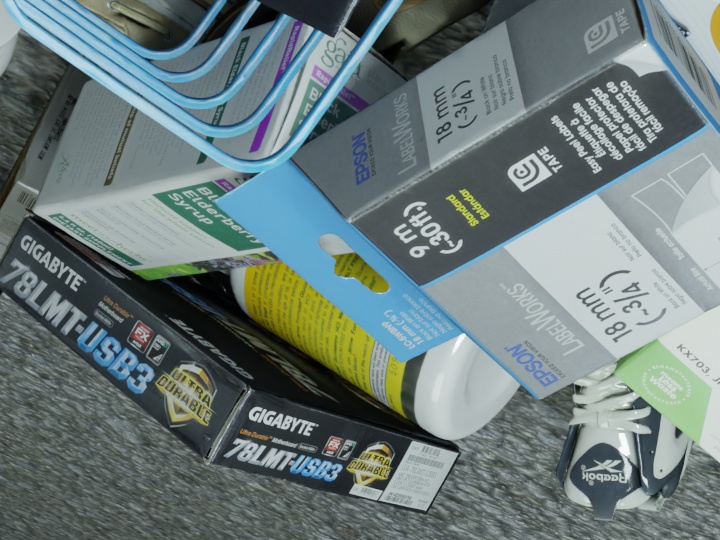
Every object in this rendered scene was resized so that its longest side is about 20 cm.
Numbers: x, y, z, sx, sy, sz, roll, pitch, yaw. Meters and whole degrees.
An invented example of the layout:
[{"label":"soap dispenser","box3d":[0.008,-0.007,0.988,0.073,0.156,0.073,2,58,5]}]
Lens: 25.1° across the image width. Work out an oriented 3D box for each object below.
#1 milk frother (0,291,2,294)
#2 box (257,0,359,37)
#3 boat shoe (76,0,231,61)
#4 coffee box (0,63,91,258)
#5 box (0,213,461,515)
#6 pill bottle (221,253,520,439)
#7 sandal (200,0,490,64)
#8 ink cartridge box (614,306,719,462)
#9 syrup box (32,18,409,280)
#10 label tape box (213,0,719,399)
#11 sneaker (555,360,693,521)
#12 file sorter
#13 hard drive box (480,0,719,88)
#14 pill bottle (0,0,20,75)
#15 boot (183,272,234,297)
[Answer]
[{"label":"milk frother","box3d":[-0.396,-0.029,1.317,0.200,0.180,0.188,48,121,9]},{"label":"box","box3d":[-0.046,-0.209,0.468,0.196,0.201,0.117,25,157,-5]},{"label":"boat shoe","box3d":[-0.121,-0.129,0.866,0.200,0.069,0.075,36,163,-26]},{"label":"coffee box","box3d":[-0.186,-0.059,1.057,0.079,0.115,0.200,27,158,-13]},{"label":"box","box3d":[-0.072,0.054,0.883,0.200,0.050,0.198,32,-177,38]},{"label":"pill bottle","box3d":[0.000,0.000,0.908,0.199,0.113,0.113,30,163,26]},{"label":"sandal","box3d":[-0.012,-0.106,0.798,0.199,0.055,0.082,-23,138,35]},{"label":"ink cartridge box","box3d":[0.233,0.020,0.795,0.117,0.067,0.200,39,136,-4]},{"label":"syrup box","box3d":[-0.065,-0.054,0.772,0.079,0.082,0.199,32,156,-34]},{"label":"label tape box","box3d":[0.061,-0.017,0.660,0.199,0.064,0.144,-30,131,23]},{"label":"sneaker","box3d":[0.160,0.088,1.029,0.079,0.130,0.199,5,155,32]},{"label":"file sorter","box3d":[-0.075,-0.141,0.646,0.138,0.123,0.200,34,-173,-26]},{"label":"hard drive box","box3d":[0.134,-0.099,0.712,0.155,0.077,0.200,22,158,3]},{"label":"pill bottle","box3d":[-0.268,-0.141,0.952,0.111,0.112,0.200,33,155,-25]},{"label":"boot","box3d":[-0.118,0.021,1.222,0.211,0.079,0.158,49,166,-19]}]
